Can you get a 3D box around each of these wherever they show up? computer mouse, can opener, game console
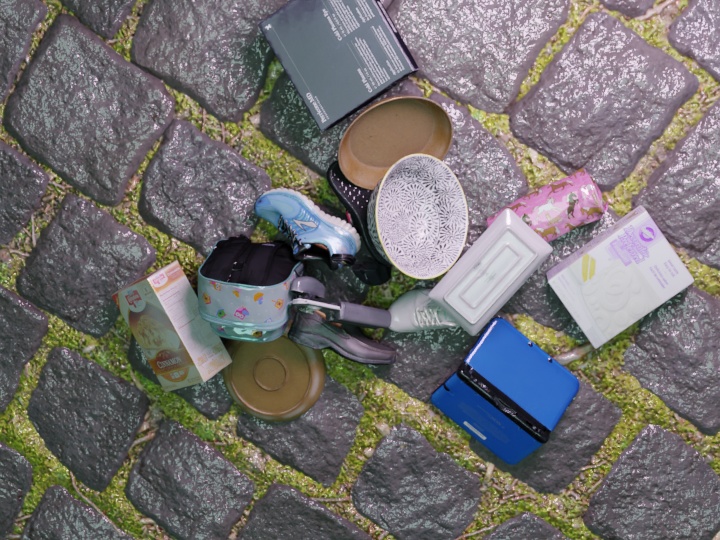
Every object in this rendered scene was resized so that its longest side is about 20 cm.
[{"bbox_3d":[0.000,0.000,1.637,0.058,0.199,0.035,7,84,25],"label":"computer mouse"},{"bbox_3d":[-0.032,0.054,1.656,0.053,0.197,0.068,-8,74,50],"label":"can opener"},{"bbox_3d":[0.254,0.215,1.738,0.199,0.119,0.171,38,136,-2],"label":"game console"}]

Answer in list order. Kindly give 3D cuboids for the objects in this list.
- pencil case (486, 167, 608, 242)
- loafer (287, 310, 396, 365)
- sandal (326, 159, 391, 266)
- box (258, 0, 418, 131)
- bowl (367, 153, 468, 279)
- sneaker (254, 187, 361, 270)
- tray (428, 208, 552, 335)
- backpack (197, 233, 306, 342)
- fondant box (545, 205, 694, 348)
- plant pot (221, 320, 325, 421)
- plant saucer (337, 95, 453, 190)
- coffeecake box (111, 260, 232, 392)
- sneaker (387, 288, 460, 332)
[{"bbox_3d":[0.308,-0.089,1.627,0.198,0.084,0.087,-29,131,13],"label":"pencil case"},{"bbox_3d":[-0.026,0.113,1.726,0.196,0.073,0.074,17,95,-7],"label":"loafer"},{"bbox_3d":[0.006,-0.099,1.681,0.075,0.045,0.202,-39,102,-27],"label":"sandal"},{"bbox_3d":[-0.033,-0.363,1.591,0.180,0.104,0.202,-30,96,13],"label":"box"},{"bbox_3d":[0.077,-0.087,1.637,0.093,0.199,0.204,-2,108,53],"label":"bowl"},{"bbox_3d":[-0.100,-0.068,1.665,0.198,0.090,0.079,27,148,13],"label":"sneaker"},{"bbox_3d":[0.212,0.007,1.611,0.107,0.022,0.201,40,105,-5],"label":"tray"},{"bbox_3d":[-0.189,0.035,1.665,0.172,0.200,0.156,10,105,5],"label":"backpack"},{"bbox_3d":[0.431,0.011,1.645,0.199,0.058,0.145,-37,96,13],"label":"fondant box"},{"bbox_3d":[-0.161,0.184,1.785,0.196,0.028,0.204,2,103,8],"label":"plant pot"},{"bbox_3d":[0.054,-0.216,1.611,0.196,0.036,0.202,-12,141,-10],"label":"plant saucer"},{"bbox_3d":[-0.333,0.101,1.728,0.152,0.073,0.203,-19,102,51],"label":"coffeecake box"},{"bbox_3d":[0.133,0.067,1.690,0.196,0.080,0.072,-13,103,12],"label":"sneaker"}]
